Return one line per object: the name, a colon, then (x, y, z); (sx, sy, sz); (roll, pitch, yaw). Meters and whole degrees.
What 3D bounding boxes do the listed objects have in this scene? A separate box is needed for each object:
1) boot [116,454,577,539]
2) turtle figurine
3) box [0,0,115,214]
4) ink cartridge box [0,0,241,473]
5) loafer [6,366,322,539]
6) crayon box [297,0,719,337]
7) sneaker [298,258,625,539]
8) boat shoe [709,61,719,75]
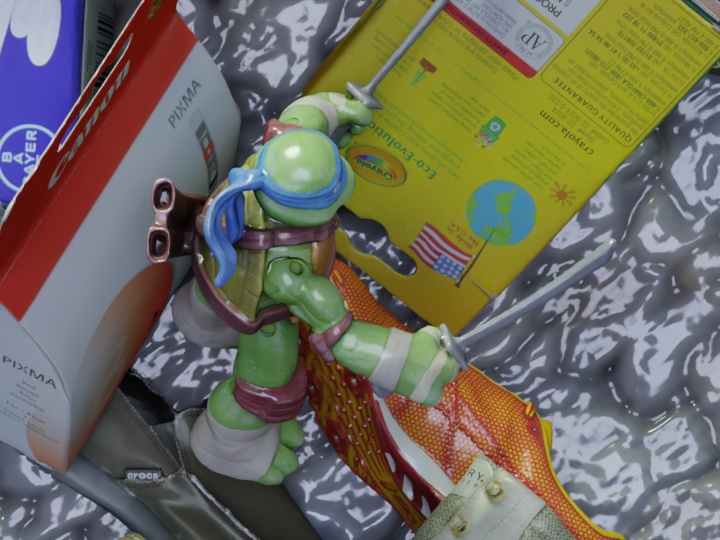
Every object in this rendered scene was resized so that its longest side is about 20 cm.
boot: (0.002, 0.136, 1.195); (0.200, 0.072, 0.155); (39, 77, -5)
turtle figurine: (0.000, 0.000, 1.198); (0.200, 0.194, 0.144); (-34, 77, -33)
box: (-0.212, -0.120, 1.271); (0.199, 0.105, 0.185); (3, 91, 2)
ink cartridge box: (-0.097, -0.026, 1.196); (0.050, 0.200, 0.162); (28, 61, 3)
loafer: (-0.074, 0.092, 1.285); (0.200, 0.075, 0.070); (34, 96, 1)
crayon box: (0.056, -0.079, 1.256); (0.127, 0.051, 0.200); (39, 118, -8)
sneaker: (0.039, 0.073, 1.294); (0.077, 0.073, 0.200); (-35, 85, -30)
boat shoe: (0.209, -0.109, 1.278); (0.201, 0.060, 0.072); (8, 92, 2)
